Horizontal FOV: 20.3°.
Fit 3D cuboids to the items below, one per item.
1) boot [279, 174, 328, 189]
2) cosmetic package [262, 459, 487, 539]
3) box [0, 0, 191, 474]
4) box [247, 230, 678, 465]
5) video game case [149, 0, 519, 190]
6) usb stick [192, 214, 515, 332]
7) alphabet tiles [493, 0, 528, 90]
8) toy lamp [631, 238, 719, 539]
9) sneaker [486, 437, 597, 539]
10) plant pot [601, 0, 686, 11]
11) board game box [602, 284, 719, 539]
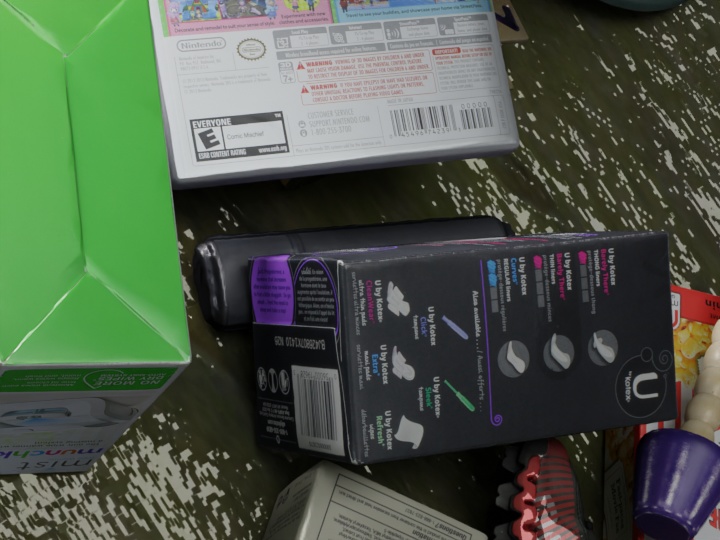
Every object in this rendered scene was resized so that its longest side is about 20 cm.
[{"bbox_3d":[-0.042,-0.160,1.168,0.200,0.066,0.175,52,46,2],"label":"boot"},{"bbox_3d":[-0.017,0.210,1.016,0.105,0.071,0.200,27,60,-11],"label":"cosmetic package"},{"bbox_3d":[-0.160,-0.019,0.985,0.097,0.176,0.200,1,69,-25],"label":"box"},{"bbox_3d":[0.054,0.037,1.075,0.200,0.122,0.106,-6,94,-26],"label":"box"},{"bbox_3d":[-0.022,-0.142,1.083,0.200,0.022,0.182,-7,81,-21],"label":"video game case"},{"bbox_3d":[0.000,0.000,1.135,0.200,0.033,0.056,-5,73,-27],"label":"usb stick"},{"bbox_3d":[0.008,-0.170,1.163,0.200,0.006,0.167,-9,68,-42],"label":"alphabet tiles"},{"bbox_3d":[0.199,0.062,1.133,0.058,0.058,0.200,32,57,-9],"label":"toy lamp"},{"bbox_3d":[0.117,0.183,1.078,0.098,0.071,0.201,-2,70,-1],"label":"sneaker"},{"bbox_3d":[0.190,-0.284,1.264,0.200,0.134,0.201,15,60,-27],"label":"plant pot"},{"bbox_3d":[0.218,0.118,1.177,0.151,0.046,0.200,13,64,-19],"label":"board game box"}]
